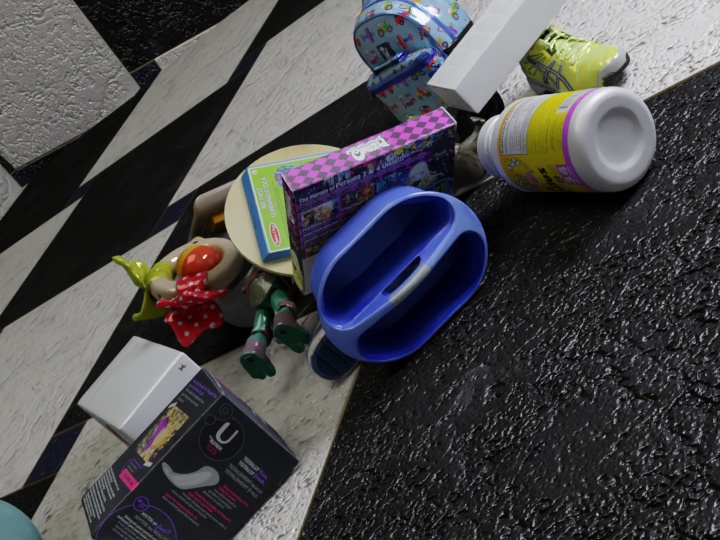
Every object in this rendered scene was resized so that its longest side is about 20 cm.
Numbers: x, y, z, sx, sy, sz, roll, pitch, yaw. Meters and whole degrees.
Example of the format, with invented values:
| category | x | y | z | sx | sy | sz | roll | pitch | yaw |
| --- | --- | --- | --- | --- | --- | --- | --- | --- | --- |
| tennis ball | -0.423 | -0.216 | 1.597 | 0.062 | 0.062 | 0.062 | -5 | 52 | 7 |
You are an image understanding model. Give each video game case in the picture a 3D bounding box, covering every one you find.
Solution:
| category | x | y | z | sx | sy | sz | roll | pitch | yaw |
| --- | --- | --- | --- | --- | --- | --- | --- | --- | --- |
| video game case | 0.012 | -0.074 | 1.253 | 0.200 | 0.181 | 0.036 | -24 | 55 | -16 |

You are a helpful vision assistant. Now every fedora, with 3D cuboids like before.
| category | x | y | z | sx | sy | sz | roll | pitch | yaw |
| --- | --- | --- | --- | --- | --- | --- | --- | --- | --- |
| fedora | -0.165 | 0.017 | 1.574 | 0.200 | 0.090 | 0.177 | -8 | 44 | 47 |

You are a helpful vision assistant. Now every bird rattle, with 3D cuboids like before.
| category | x | y | z | sx | sy | sz | roll | pitch | yaw |
| --- | --- | --- | --- | --- | --- | --- | --- | --- | --- |
| bird rattle | -0.227 | 0.006 | 1.478 | 0.200 | 0.113 | 0.163 | 4 | 39 | 49 |

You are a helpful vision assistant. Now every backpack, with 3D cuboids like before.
| category | x | y | z | sx | sy | sz | roll | pitch | yaw |
| --- | --- | --- | --- | --- | --- | --- | --- | --- | --- |
| backpack | 0.077 | -0.312 | 1.584 | 0.182 | 0.200 | 0.135 | -11 | 40 | 52 |

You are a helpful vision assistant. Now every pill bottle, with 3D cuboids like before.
| category | x | y | z | sx | sy | sz | roll | pitch | yaw |
| --- | --- | --- | --- | --- | --- | --- | --- | --- | --- |
| pill bottle | 0.208 | -0.134 | 1.185 | 0.104 | 0.104 | 0.200 | -51 | 23 | -15 |

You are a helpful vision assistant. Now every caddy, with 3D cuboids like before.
| category | x | y | z | sx | sy | sz | roll | pitch | yaw |
| --- | --- | --- | --- | --- | --- | --- | --- | --- | --- |
| caddy | 0.039 | 0.003 | 1.187 | 0.200 | 0.141 | 0.105 | -46 | 22 | 0 |

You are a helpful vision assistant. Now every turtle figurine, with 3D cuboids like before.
| category | x | y | z | sx | sy | sz | roll | pitch | yaw |
| --- | --- | --- | --- | --- | --- | --- | --- | --- | --- |
| turtle figurine | -0.097 | 0.034 | 1.387 | 0.200 | 0.101 | 0.150 | -83 | 19 | -52 |

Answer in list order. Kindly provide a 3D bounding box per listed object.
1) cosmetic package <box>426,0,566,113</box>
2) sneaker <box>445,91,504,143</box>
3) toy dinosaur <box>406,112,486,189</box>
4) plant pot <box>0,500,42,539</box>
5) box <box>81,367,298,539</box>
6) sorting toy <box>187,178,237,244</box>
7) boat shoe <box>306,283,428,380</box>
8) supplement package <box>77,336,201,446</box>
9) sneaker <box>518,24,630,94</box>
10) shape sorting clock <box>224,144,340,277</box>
| category | x | y | z | sx | sy | sz | roll | pitch | yaw |
| --- | --- | --- | --- | --- | --- | --- | --- | --- | --- |
| cosmetic package | 0.174 | -0.287 | 1.377 | 0.200 | 0.051 | 0.083 | -51 | 26 | -2 |
| sneaker | 0.106 | -0.153 | 1.450 | 0.200 | 0.076 | 0.091 | -48 | 11 | -20 |
| toy dinosaur | 0.105 | -0.135 | 1.367 | 0.200 | 0.102 | 0.077 | -15 | 33 | -16 |
| plant pot | -0.495 | 0.389 | 1.393 | 0.200 | 0.200 | 0.188 | -33 | 10 | 26 |
| box | -0.185 | 0.226 | 1.211 | 0.200 | 0.122 | 0.106 | -46 | 22 | -5 |
| sorting toy | -0.165 | -0.091 | 1.671 | 0.185 | 0.037 | 0.200 | -26 | -12 | -17 |
| boat shoe | 0.007 | 0.031 | 1.283 | 0.200 | 0.072 | 0.072 | -45 | 21 | -1 |
| supplement package | -0.252 | 0.173 | 1.416 | 0.120 | 0.121 | 0.200 | -51 | 23 | -17 |
| sneaker | 0.245 | -0.253 | 1.360 | 0.075 | 0.076 | 0.200 | -47 | 24 | -11 |
| shape sorting clock | -0.067 | -0.075 | 1.378 | 0.039 | 0.200 | 0.200 | 91 | -156 | -55 |
